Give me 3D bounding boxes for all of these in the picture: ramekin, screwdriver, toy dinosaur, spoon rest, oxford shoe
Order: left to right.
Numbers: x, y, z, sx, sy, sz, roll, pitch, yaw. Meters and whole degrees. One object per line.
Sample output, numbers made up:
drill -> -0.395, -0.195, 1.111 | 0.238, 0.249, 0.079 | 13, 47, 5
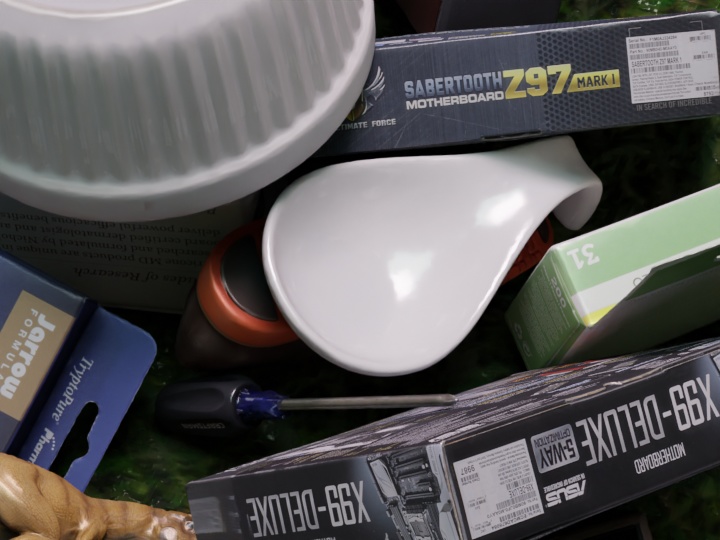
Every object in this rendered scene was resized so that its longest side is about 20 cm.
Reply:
toy dinosaur -> -0.157, 0.099, 1.233 | 0.060, 0.200, 0.106 | -9, 56, 54
ramekin -> -0.098, -0.129, 1.239 | 0.200, 0.105, 0.200 | -4, 50, 4
screwdriver -> -0.023, 0.061, 1.243 | 0.028, 0.029, 0.200 | -20, 14, -38
oxford shoe -> 0.000, 0.000, 1.334 | 0.200, 0.073, 0.071 | -13, 67, -34
spoon rest -> 0.038, -0.018, 1.278 | 0.200, 0.061, 0.099 | -26, 77, -42

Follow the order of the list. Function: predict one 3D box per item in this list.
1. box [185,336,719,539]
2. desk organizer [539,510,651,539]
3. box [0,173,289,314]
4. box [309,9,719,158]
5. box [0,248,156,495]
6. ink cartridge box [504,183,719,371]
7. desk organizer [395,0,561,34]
box -> 0.054, 0.077, 1.178 | 0.200, 0.158, 0.050 | -16, 92, -42
desk organizer -> 0.023, 0.155, 1.174 | 0.200, 0.077, 0.072 | -15, 89, -11
box -> -0.132, -0.099, 1.375 | 0.200, 0.131, 0.199 | 5, 51, 6
box -> 0.070, -0.088, 1.342 | 0.200, 0.158, 0.051 | -5, 94, 6
box -> -0.201, 0.035, 1.275 | 0.200, 0.032, 0.121 | 28, 89, 8
ink cartridge box -> 0.153, -0.014, 1.258 | 0.145, 0.200, 0.048 | -21, 76, -15
desk organizer -> 0.066, -0.205, 1.407 | 0.072, 0.200, 0.077 | -11, 47, -24
